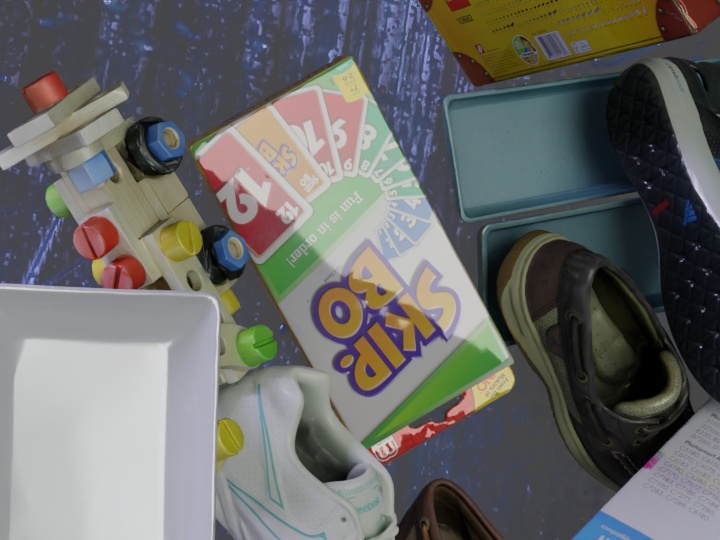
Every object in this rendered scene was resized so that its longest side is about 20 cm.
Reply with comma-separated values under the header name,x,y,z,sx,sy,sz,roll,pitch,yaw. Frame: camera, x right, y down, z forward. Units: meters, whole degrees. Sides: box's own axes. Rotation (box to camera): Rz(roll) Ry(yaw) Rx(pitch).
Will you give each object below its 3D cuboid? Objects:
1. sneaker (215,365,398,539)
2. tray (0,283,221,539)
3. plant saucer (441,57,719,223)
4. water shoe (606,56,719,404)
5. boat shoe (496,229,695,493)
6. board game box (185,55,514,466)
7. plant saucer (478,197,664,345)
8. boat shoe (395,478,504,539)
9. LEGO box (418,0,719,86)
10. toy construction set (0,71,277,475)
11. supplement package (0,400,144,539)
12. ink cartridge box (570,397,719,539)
name,x,y,z,sx,sy,sz,roll,pitch,yaw
sneaker,-0.014,0.138,0.783,0.070,0.080,0.200,-26,87,-55
tray,-0.113,0.107,0.671,0.107,0.022,0.200,3,87,-27
plant saucer,0.134,-0.076,0.924,0.200,0.019,0.070,-11,94,-25
water shoe,0.200,-0.025,0.868,0.079,0.071,0.200,-9,77,-30
boat shoe,0.143,0.062,0.878,0.072,0.066,0.201,-46,122,-18
board game box,0.000,0.000,0.838,0.095,0.030,0.200,-30,104,-5
plant saucer,0.150,-0.008,0.915,0.200,0.019,0.070,-11,108,-27
boat shoe,0.079,0.189,0.800,0.072,0.072,0.200,-9,51,-31
LEGO box,0.138,-0.176,0.827,0.149,0.200,0.077,-41,106,-22
toy construction set,-0.108,-0.002,0.745,0.131,0.092,0.200,-48,126,-52
supplement package,-0.157,0.177,0.722,0.156,0.111,0.200,-47,108,-19
ink cartridge box,0.190,0.145,0.875,0.200,0.068,0.115,-38,139,-32
